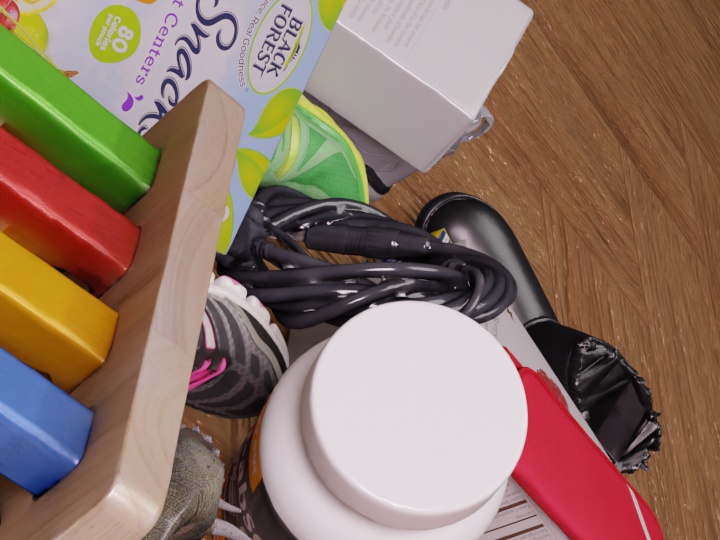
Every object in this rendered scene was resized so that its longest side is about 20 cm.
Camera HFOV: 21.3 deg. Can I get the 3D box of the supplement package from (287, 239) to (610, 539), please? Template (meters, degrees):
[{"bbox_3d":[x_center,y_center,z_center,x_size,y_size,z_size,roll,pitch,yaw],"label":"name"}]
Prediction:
[{"bbox_3d":[0.054,0.106,1.109,0.200,0.119,0.121,55,26,-32],"label":"supplement package"}]

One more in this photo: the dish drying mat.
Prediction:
[{"bbox_3d":[0.127,0.124,1.079,0.200,0.018,0.077,48,33,-41],"label":"dish drying mat"}]

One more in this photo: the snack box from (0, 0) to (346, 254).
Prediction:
[{"bbox_3d":[-0.093,-0.132,0.843,0.168,0.200,0.068,27,-1,-37],"label":"snack box"}]

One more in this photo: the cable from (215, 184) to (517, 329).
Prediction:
[{"bbox_3d":[0.000,0.000,0.990,0.163,0.200,0.051,8,101,-39],"label":"cable"}]

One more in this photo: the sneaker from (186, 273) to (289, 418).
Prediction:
[{"bbox_3d":[-0.104,0.037,0.865,0.200,0.074,0.088,36,37,-46],"label":"sneaker"}]

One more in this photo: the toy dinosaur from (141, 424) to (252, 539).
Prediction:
[{"bbox_3d":[-0.093,0.090,0.758,0.077,0.102,0.200,65,-11,7],"label":"toy dinosaur"}]

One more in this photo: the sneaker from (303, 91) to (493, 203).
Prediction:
[{"bbox_3d":[-0.001,-0.126,1.198,0.200,0.115,0.075,47,30,-43],"label":"sneaker"}]

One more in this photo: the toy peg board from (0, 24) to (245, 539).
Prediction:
[{"bbox_3d":[-0.149,0.031,0.623,0.098,0.200,0.199,37,34,-23],"label":"toy peg board"}]

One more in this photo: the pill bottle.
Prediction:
[{"bbox_3d":[0.002,0.094,0.876,0.200,0.116,0.117,119,-38,-63],"label":"pill bottle"}]

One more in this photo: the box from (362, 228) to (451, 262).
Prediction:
[{"bbox_3d":[0.064,0.079,1.236,0.200,0.064,0.070,62,22,-15],"label":"box"}]

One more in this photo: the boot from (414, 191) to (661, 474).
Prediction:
[{"bbox_3d":[0.120,0.046,1.292,0.199,0.073,0.162,65,-14,-20],"label":"boot"}]

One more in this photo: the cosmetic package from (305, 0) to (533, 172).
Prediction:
[{"bbox_3d":[-0.010,-0.161,1.121,0.200,0.071,0.102,35,54,-7],"label":"cosmetic package"}]

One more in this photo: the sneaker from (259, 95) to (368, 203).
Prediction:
[{"bbox_3d":[-0.064,-0.077,1.092,0.200,0.074,0.084,56,49,-37],"label":"sneaker"}]
